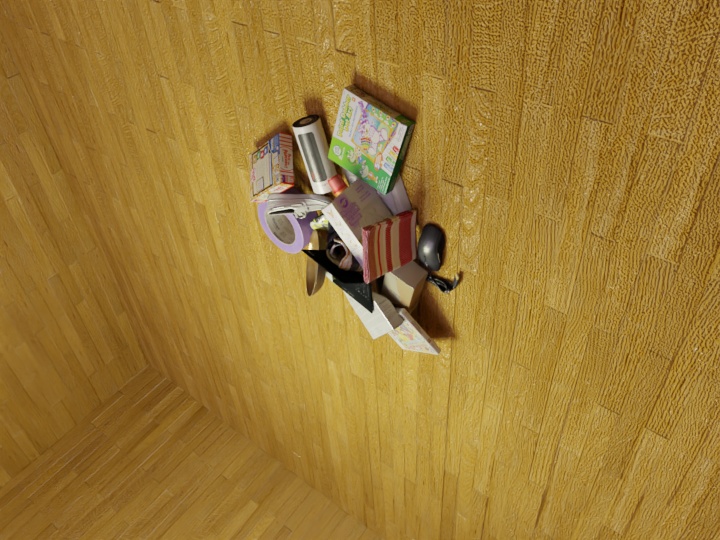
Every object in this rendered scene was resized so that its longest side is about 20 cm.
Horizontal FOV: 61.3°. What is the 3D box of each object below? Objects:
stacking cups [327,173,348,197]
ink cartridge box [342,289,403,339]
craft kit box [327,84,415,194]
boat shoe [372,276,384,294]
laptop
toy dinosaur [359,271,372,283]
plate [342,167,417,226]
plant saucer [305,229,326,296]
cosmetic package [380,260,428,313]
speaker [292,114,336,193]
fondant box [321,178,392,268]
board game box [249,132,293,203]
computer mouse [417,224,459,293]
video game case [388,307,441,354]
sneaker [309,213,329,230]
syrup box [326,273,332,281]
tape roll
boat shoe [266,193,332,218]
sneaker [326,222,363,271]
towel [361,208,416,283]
[{"bbox_3d":[-0.024,-0.170,1.667,0.201,0.060,0.060,55,145,-10],"label":"stacking cups"},{"bbox_3d":[0.028,0.095,1.781,0.202,0.047,0.160,58,155,2],"label":"ink cartridge box"},{"bbox_3d":[0.022,-0.324,1.514,0.196,0.048,0.202,37,134,21],"label":"craft kit box"},{"bbox_3d":[0.043,0.040,1.840,0.068,0.074,0.203,16,135,29],"label":"boat shoe"},{"bbox_3d":[-0.061,0.032,1.687,0.176,0.103,0.202,37,149,33],"label":"laptop"},{"bbox_3d":[0.000,0.000,1.764,0.100,0.058,0.202,14,144,41],"label":"toy dinosaur"},{"bbox_3d":[0.044,-0.198,1.647,0.197,0.032,0.203,5,128,44],"label":"plate"},{"bbox_3d":[-0.131,-0.021,1.844,0.035,0.204,0.201,5,147,-15],"label":"plant saucer"},{"bbox_3d":[0.120,0.047,1.734,0.104,0.071,0.201,35,154,16],"label":"cosmetic package"},{"bbox_3d":[-0.120,-0.316,1.673,0.080,0.081,0.203,13,132,39],"label":"speaker"},{"bbox_3d":[0.012,-0.124,1.599,0.201,0.144,0.058,53,146,-9],"label":"fondant box"},{"bbox_3d":[-0.268,-0.301,1.807,0.198,0.046,0.155,-15,75,53],"label":"board game box"},{"bbox_3d":[0.205,-0.019,1.630,0.139,0.046,0.202,32,142,24],"label":"computer mouse"},{"bbox_3d":[0.129,0.179,1.827,0.182,0.023,0.199,48,158,-19],"label":"video game case"},{"bbox_3d":[-0.082,-0.144,1.800,0.199,0.075,0.077,-16,111,54],"label":"sneaker"},{"bbox_3d":[-0.047,-0.044,1.850,0.079,0.082,0.200,42,144,1],"label":"syrup box"},{"bbox_3d":[-0.229,-0.162,1.935,0.198,0.085,0.203,28,140,27],"label":"tape roll"},{"bbox_3d":[-0.181,-0.186,1.802,0.195,0.067,0.074,1,166,8],"label":"boat shoe"},{"bbox_3d":[-0.058,-0.080,1.663,0.201,0.078,0.079,59,136,39],"label":"sneaker"},{"bbox_3d":[0.080,-0.065,1.561,0.023,0.198,0.147,19,122,41],"label":"towel"}]
